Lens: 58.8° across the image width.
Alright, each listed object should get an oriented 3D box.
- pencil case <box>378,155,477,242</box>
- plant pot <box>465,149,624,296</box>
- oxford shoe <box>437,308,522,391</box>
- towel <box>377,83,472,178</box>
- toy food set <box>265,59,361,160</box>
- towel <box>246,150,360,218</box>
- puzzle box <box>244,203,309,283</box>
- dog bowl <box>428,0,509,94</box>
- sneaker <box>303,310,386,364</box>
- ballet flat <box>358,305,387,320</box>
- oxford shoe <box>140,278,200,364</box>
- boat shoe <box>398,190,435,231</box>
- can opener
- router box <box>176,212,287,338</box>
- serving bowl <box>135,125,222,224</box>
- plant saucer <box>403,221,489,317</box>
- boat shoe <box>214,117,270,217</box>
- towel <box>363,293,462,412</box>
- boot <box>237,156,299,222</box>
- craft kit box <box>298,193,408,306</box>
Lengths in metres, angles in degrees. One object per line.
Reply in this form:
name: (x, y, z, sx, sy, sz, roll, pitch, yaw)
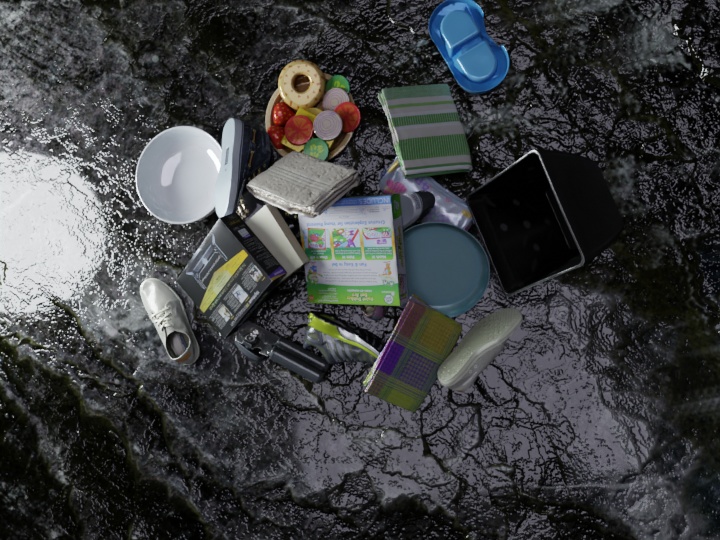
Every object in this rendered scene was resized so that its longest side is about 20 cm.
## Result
pencil case: (0.131, -0.138, 1.232, 0.200, 0.083, 0.091, 41, 117, 9)
plant pot: (0.340, -0.093, 1.133, 0.176, 0.200, 0.201, -16, 80, -32)
oxford shoe: (0.229, 0.150, 1.202, 0.200, 0.075, 0.058, -45, 119, -5)
towel: (0.125, -0.271, 1.229, 0.151, 0.023, 0.202, -8, 67, -15)
toy food set: (-0.100, -0.314, 1.300, 0.197, 0.049, 0.202, 28, 89, 10)
towel: (-0.106, -0.162, 1.185, 0.199, 0.035, 0.132, 26, 55, 39)
puzzle box: (-0.201, -0.025, 1.246, 0.199, 0.025, 0.134, -34, 89, 35)
dog bowl: (0.213, -0.437, 1.263, 0.111, 0.050, 0.201, -29, 81, 5)
sneaker: (-0.023, 0.152, 1.246, 0.198, 0.074, 0.082, 27, 103, 13)
ballet flat: (0.000, 0.000, 1.247, 0.068, 0.071, 0.202, -20, 82, 9)
oxford shoe: (-0.393, 0.101, 1.306, 0.075, 0.058, 0.201, -32, 80, 7)
boat shoe: (0.071, -0.098, 1.204, 0.056, 0.200, 0.069, -17, 86, -30)
can opener: (-0.160, 0.168, 1.275, 0.198, 0.067, 0.054, 27, 50, 5)
router box: (-0.254, 0.012, 1.244, 0.158, 0.052, 0.200, 49, 124, 7)
serving bowl: (-0.358, -0.191, 1.320, 0.197, 0.066, 0.203, -1, 85, 8)
plant saucer: (0.144, -0.002, 1.208, 0.198, 0.027, 0.202, 5, 117, 10)
boat shoe: (-0.227, -0.194, 1.260, 0.070, 0.090, 0.203, -7, 75, 51)
towel: (0.102, 0.160, 1.208, 0.143, 0.023, 0.202, 28, 90, -28)
boot: (-0.159, -0.110, 1.279, 0.150, 0.073, 0.201, -34, 78, 4)
craft kit box: (-0.015, -0.037, 1.178, 0.198, 0.048, 0.200, 1, 100, 27)
